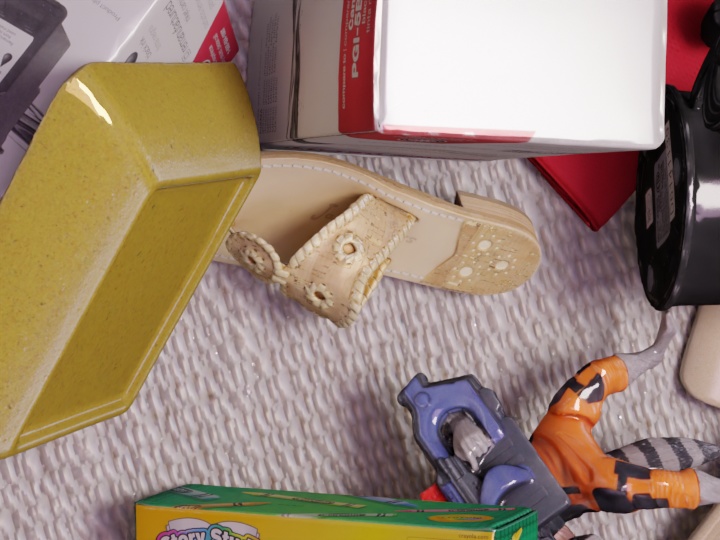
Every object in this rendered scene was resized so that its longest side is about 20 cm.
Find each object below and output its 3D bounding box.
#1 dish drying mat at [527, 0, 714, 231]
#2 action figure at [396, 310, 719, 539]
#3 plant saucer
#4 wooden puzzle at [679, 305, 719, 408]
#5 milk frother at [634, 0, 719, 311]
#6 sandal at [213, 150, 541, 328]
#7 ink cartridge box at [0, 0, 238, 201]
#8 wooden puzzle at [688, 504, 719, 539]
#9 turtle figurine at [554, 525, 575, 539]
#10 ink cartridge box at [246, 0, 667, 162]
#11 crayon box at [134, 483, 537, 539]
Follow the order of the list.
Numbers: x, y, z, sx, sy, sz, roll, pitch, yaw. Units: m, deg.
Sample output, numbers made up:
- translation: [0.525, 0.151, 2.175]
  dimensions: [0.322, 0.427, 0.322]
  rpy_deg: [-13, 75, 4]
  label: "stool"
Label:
- translation: [0.168, -0.120, 1.245]
  dimensions: [0.077, 0.018, 0.200]
  rpy_deg: [44, 78, -19]
  label: "dish drying mat"
- translation: [0.111, 0.133, 1.159]
  dimensions: [0.192, 0.105, 0.201]
  rpy_deg: [-25, 68, -5]
  label: "action figure"
- translation: [-0.118, 0.004, 1.032]
  dimensions: [0.048, 0.200, 0.201]
  rpy_deg: [33, 103, 12]
  label: "plant saucer"
- translation: [0.293, 0.007, 1.290]
  dimensions: [0.198, 0.037, 0.187]
  rpy_deg: [17, 93, -16]
  label: "wooden puzzle"
- translation: [0.249, -0.065, 1.147]
  dimensions: [0.186, 0.200, 0.182]
  rpy_deg: [1, 91, -6]
  label: "milk frother"
- translation: [0.002, -0.004, 1.151]
  dimensions: [0.210, 0.070, 0.078]
  rpy_deg: [7, 133, -23]
  label: "sandal"
- translation: [-0.152, -0.068, 1.038]
  dimensions: [0.083, 0.145, 0.201]
  rpy_deg: [34, 80, 10]
  label: "ink cartridge box"
- translation: [0.285, 0.147, 1.273]
  dimensions: [0.184, 0.037, 0.200]
  rpy_deg: [35, 100, -19]
  label: "wooden puzzle"
- translation: [0.061, 0.203, 1.203]
  dimensions: [0.200, 0.064, 0.161]
  rpy_deg: [43, 72, -5]
  label: "turtle figurine"
- translation: [0.040, -0.099, 1.103]
  dimensions: [0.145, 0.200, 0.084]
  rpy_deg: [2, 91, -20]
  label: "ink cartridge box"
- translation: [-0.013, 0.173, 1.115]
  dimensions: [0.058, 0.198, 0.120]
  rpy_deg: [-11, 101, -64]
  label: "crayon box"
